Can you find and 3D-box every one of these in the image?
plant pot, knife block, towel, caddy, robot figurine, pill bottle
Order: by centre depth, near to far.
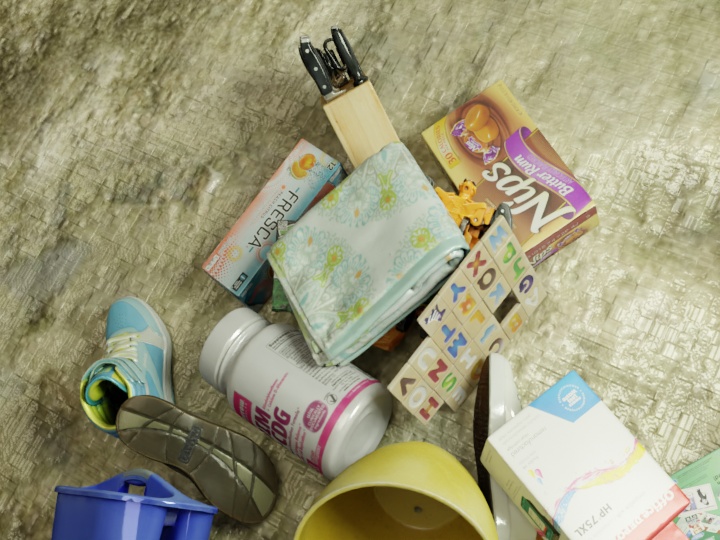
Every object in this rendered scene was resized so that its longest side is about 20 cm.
[{"bbox_3d":[0.047,0.247,0.957,0.197,0.203,0.142,-3,23,16],"label":"plant pot"},{"bbox_3d":[0.002,-0.018,1.036,0.199,0.048,0.172,-40,54,13],"label":"towel"},{"bbox_3d":[-0.241,0.263,1.044,0.198,0.140,0.107,-7,68,43],"label":"caddy"},{"bbox_3d":[0.084,0.000,1.063,0.143,0.058,0.203,21,90,20],"label":"robot figurine"},{"bbox_3d":[-0.073,0.129,1.075,0.198,0.113,0.114,30,80,26],"label":"pill bottle"},{"bbox_3d":[-0.005,-0.180,1.143,0.063,0.176,0.202,-27,64,6],"label":"knife block"}]

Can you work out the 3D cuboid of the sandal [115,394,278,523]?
[{"bbox_3d":[-0.177,0.202,1.083,0.198,0.055,0.083,29,79,-7],"label":"sandal"}]

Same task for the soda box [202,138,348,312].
[{"bbox_3d":[-0.096,-0.054,1.184,0.068,0.064,0.201,34,83,25],"label":"soda box"}]

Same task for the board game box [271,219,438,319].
[{"bbox_3d":[0.000,0.000,1.119,0.196,0.023,0.107,2,88,6],"label":"board game box"}]

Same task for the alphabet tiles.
[{"bbox_3d":[0.109,0.062,1.015,0.008,0.167,0.201,33,81,37],"label":"alphabet tiles"}]

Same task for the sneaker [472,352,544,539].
[{"bbox_3d":[0.163,0.184,1.014,0.083,0.073,0.203,2,66,-7],"label":"sneaker"}]

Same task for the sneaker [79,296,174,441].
[{"bbox_3d":[-0.273,0.104,1.138,0.079,0.131,0.202,-24,63,8],"label":"sneaker"}]

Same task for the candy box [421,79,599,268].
[{"bbox_3d":[0.168,-0.105,1.126,0.116,0.057,0.201,-32,62,4],"label":"candy box"}]

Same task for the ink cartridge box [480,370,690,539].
[{"bbox_3d":[0.219,0.210,0.921,0.115,0.068,0.200,-34,68,-17],"label":"ink cartridge box"}]

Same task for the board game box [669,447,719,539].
[{"bbox_3d":[0.397,0.218,0.938,0.198,0.029,0.136,-30,64,4],"label":"board game box"}]
